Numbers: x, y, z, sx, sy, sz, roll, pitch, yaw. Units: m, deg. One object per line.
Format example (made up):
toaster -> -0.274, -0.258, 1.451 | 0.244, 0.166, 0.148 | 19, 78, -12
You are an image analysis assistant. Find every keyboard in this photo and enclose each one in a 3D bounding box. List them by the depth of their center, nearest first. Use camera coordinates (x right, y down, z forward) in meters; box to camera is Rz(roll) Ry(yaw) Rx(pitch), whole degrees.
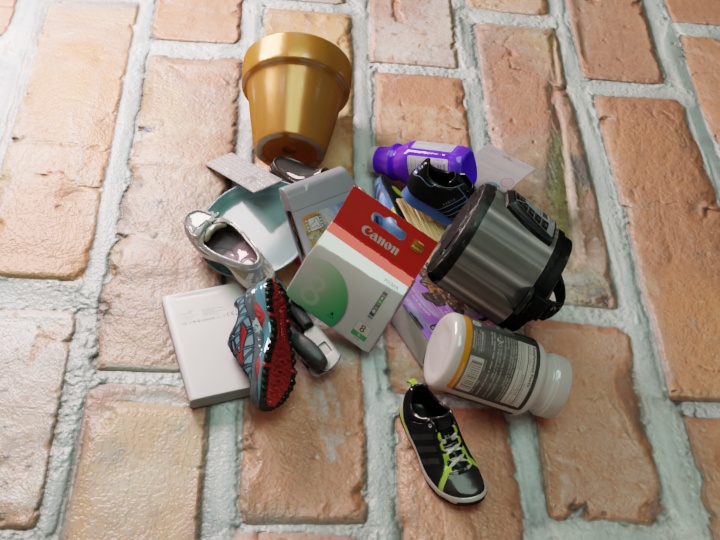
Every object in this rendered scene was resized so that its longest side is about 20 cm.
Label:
keyboard -> -0.202, -0.168, 1.830 | 0.056, 0.011, 0.200 | -20, 28, -26

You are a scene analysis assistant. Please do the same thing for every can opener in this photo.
can opener -> -0.101, 0.078, 1.636 | 0.053, 0.067, 0.200 | -34, 58, -9

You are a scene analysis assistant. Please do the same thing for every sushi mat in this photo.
sushi mat -> 0.131, -0.047, 1.713 | 0.095, 0.012, 0.201 | -3, 48, -25

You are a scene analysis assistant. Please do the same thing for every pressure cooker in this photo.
pressure cooker -> 0.219, -0.011, 1.589 | 0.199, 0.179, 0.177 | 34, 69, -3

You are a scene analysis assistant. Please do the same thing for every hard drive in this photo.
hard drive -> -0.217, 0.110, 1.625 | 0.130, 0.026, 0.201 | -11, 51, -17

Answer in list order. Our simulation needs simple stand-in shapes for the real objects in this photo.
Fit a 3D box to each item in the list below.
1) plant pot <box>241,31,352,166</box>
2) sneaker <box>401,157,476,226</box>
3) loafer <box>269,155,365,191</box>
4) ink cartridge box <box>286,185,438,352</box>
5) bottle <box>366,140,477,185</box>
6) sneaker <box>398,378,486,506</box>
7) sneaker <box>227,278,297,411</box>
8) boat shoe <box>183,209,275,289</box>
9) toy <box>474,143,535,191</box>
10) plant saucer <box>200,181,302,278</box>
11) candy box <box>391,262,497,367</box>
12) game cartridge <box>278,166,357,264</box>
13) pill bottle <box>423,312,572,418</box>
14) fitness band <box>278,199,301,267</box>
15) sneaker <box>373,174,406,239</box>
plant pot -> -0.119, -0.285, 1.893 | 0.198, 0.201, 0.185 | 6, 63, -3
sneaker -> 0.167, -0.109, 1.723 | 0.198, 0.078, 0.070 | 25, 35, -12
loafer -> -0.066, -0.147, 1.798 | 0.199, 0.073, 0.073 | 28, 49, 15
ink cartridge box -> 0.000, 0.000, 1.621 | 0.160, 0.201, 0.050 | 34, 24, 5
bottle -> 0.105, -0.184, 1.869 | 0.198, 0.084, 0.065 | 10, 43, 33
sneaker -> 0.110, 0.241, 1.514 | 0.071, 0.083, 0.201 | -21, 54, -23
sneaker -> -0.149, 0.117, 1.575 | 0.095, 0.079, 0.202 | -19, 57, 30
boat shoe -> -0.213, -0.045, 1.695 | 0.074, 0.065, 0.202 | -39, 56, -15
toy -> 0.201, -0.134, 1.880 | 0.199, 0.048, 0.115 | -37, 51, -24
plant saucer -> -0.169, -0.064, 1.756 | 0.198, 0.028, 0.202 | -6, 54, 8
candy box -> 0.144, 0.041, 1.703 | 0.198, 0.072, 0.168 | -19, 53, -23
game cartridge -> -0.041, -0.056, 1.706 | 0.132, 0.041, 0.202 | -22, 99, -21
pill bottle -> 0.201, 0.144, 1.567 | 0.198, 0.117, 0.117 | 19, 45, -16
fitness band -> -0.064, -0.075, 1.804 | 0.142, 0.038, 0.201 | -11, 52, -17
sneaker -> 0.043, -0.094, 1.817 | 0.066, 0.079, 0.201 | 31, 23, -25
